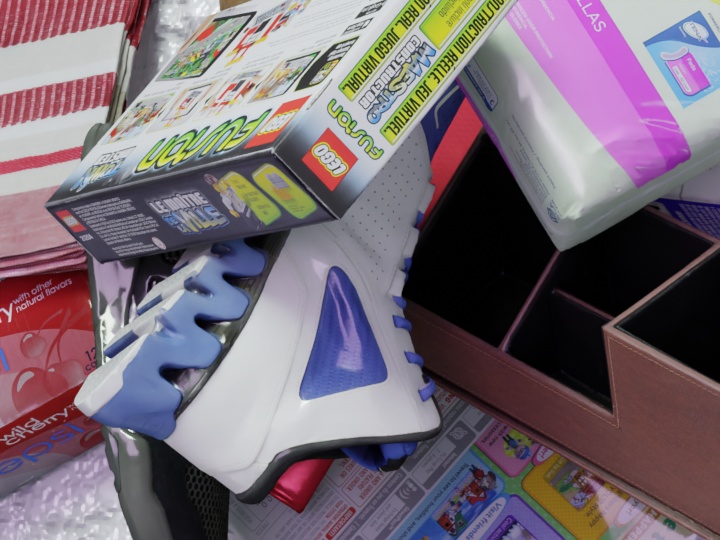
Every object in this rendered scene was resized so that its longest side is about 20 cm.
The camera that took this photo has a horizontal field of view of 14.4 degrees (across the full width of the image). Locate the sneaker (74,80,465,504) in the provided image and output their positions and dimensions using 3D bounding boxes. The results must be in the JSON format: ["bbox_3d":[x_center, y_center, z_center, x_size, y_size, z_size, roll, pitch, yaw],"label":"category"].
[{"bbox_3d":[-0.009,0.013,1.085,0.115,0.081,0.199,42,67,-11],"label":"sneaker"}]

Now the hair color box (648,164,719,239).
[{"bbox_3d":[0.200,-0.064,1.133,0.200,0.065,0.109,8,77,22],"label":"hair color box"}]

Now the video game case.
[{"bbox_3d":[0.060,0.079,1.173,0.182,0.022,0.200,43,93,25],"label":"video game case"}]

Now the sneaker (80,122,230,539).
[{"bbox_3d":[-0.049,0.035,1.150,0.114,0.076,0.200,-5,80,4],"label":"sneaker"}]

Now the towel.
[{"bbox_3d":[-0.167,-0.069,1.261,0.144,0.023,0.200,-10,48,19],"label":"towel"}]

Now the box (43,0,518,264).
[{"bbox_3d":[-0.034,-0.060,1.042,0.110,0.035,0.200,-51,19,-22],"label":"box"}]

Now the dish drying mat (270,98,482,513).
[{"bbox_3d":[0.000,0.000,1.198,0.077,0.018,0.200,29,84,33],"label":"dish drying mat"}]

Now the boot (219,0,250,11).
[{"bbox_3d":[-0.033,-0.093,1.243,0.075,0.074,0.200,8,83,53],"label":"boot"}]

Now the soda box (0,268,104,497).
[{"bbox_3d":[-0.183,0.067,1.243,0.200,0.070,0.063,-29,65,12],"label":"soda box"}]

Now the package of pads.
[{"bbox_3d":[0.120,-0.123,1.061,0.200,0.068,0.155,-29,79,-8],"label":"package of pads"}]

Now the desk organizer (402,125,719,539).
[{"bbox_3d":[0.095,0.023,1.079,0.072,0.077,0.200,-34,42,-28],"label":"desk organizer"}]
